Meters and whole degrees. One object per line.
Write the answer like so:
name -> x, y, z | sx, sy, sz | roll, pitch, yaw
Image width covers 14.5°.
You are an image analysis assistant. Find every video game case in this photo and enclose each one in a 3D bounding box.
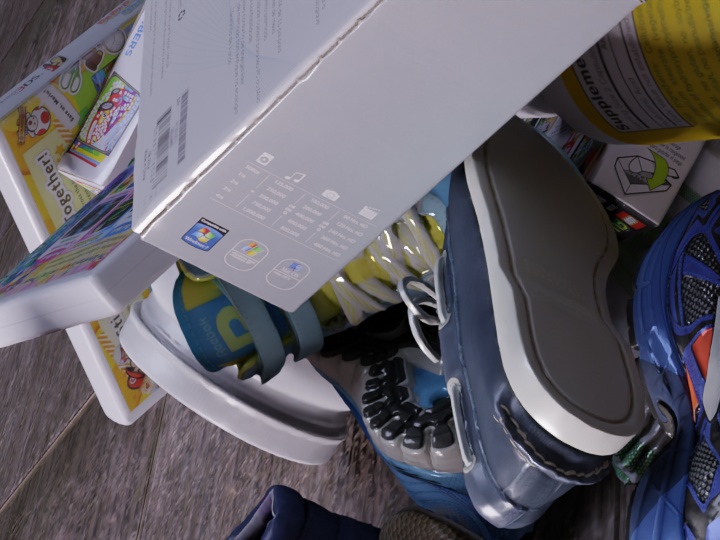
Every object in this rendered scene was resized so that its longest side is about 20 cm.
video game case -> -0.099, -0.048, 1.490 | 0.023, 0.200, 0.182 | 20, 52, 43
video game case -> -0.078, -0.036, 1.222 | 0.182, 0.024, 0.200 | -43, 12, -22

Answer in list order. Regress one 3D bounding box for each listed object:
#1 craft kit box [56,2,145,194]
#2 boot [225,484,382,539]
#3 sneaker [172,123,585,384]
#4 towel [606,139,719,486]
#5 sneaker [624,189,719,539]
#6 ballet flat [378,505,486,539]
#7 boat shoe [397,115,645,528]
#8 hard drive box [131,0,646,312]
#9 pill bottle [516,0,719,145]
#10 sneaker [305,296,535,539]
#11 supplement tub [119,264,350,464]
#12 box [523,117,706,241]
craft kit box -> -0.040, -0.094, 1.485 | 0.048, 0.200, 0.198 | 24, 84, 44
boot -> -0.051, 0.178, 1.260 | 0.200, 0.090, 0.073 | -53, 19, 25
sneaker -> 0.000, 0.000, 1.152 | 0.130, 0.080, 0.200 | -34, 15, -29
towel -> 0.135, -0.021, 1.137 | 0.200, 0.031, 0.149 | -59, 18, 7
sneaker -> 0.142, 0.045, 0.969 | 0.078, 0.075, 0.200 | -32, 36, 33
ballet flat -> 0.049, 0.133, 1.088 | 0.046, 0.067, 0.200 | -52, 21, -12
boat shoe -> 0.056, 0.013, 1.005 | 0.062, 0.075, 0.200 | -50, 28, 26
hard drive box -> 0.005, -0.107, 1.037 | 0.200, 0.077, 0.156 | -41, 35, 36
pill bottle -> 0.126, -0.104, 1.044 | 0.200, 0.111, 0.112 | -2, 58, 44
sneaker -> 0.028, 0.062, 1.203 | 0.078, 0.090, 0.200 | -23, 24, 0
supplement tub -> -0.017, -0.021, 1.390 | 0.200, 0.140, 0.140 | -58, 17, 9
box -> 0.105, -0.059, 1.215 | 0.110, 0.035, 0.200 | -60, 8, -13
